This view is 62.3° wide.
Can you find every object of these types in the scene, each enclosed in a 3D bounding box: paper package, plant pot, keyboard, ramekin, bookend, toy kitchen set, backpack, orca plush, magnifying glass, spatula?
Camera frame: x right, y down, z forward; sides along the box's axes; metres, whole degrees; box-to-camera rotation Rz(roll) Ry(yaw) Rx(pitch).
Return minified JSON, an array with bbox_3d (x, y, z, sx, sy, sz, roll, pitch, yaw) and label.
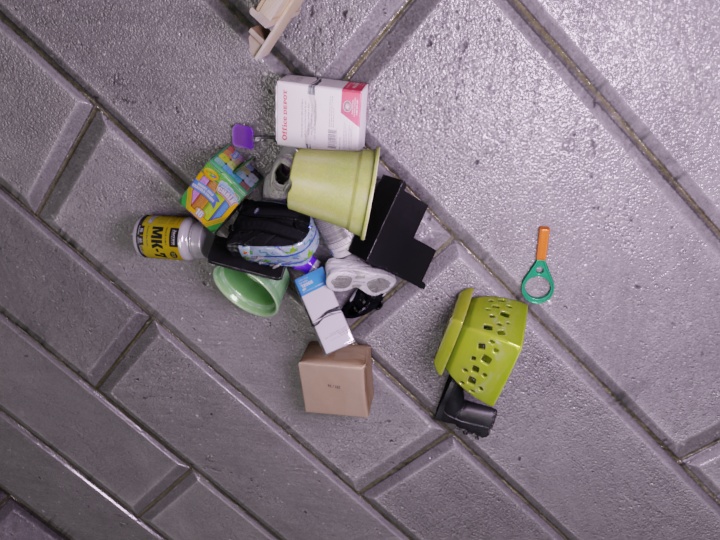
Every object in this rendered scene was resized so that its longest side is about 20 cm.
[{"bbox_3d":[-0.065,0.313,1.706,0.195,0.104,0.195,2,119,13],"label":"paper package"},{"bbox_3d":[0.294,0.175,1.482,0.178,0.200,0.203,23,123,9],"label":"plant pot"},{"bbox_3d":[-0.275,-0.050,1.487,0.195,0.130,0.021,15,152,1],"label":"keyboard"},{"bbox_3d":[-0.282,0.020,1.573,0.196,0.099,0.202,20,146,14],"label":"ramekin"},{"bbox_3d":[0.103,-0.090,1.427,0.196,0.092,0.204,23,93,-35],"label":"bookend"},{"bbox_3d":[-0.222,-0.562,1.211,0.179,0.201,0.163,39,120,-9],"label":"toy kitchen set"},{"bbox_3d":[-0.196,-0.087,1.429,0.195,0.166,0.155,-6,139,24],"label":"backpack"},{"bbox_3d":[-0.062,-0.184,1.299,0.179,0.202,0.204,11,121,-3],"label":"plant pot"},{"bbox_3d":[-0.009,0.087,1.585,0.196,0.071,0.107,-20,112,24],"label":"orca plush"},{"bbox_3d":[0.435,-0.010,1.441,0.077,0.023,0.204,5,121,13],"label":"magnifying glass"},{"bbox_3d":[-0.222,-0.318,1.448,0.195,0.021,0.058,7,120,6],"label":"spatula"}]

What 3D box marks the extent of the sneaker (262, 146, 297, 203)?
[{"bbox_3d":[-0.203,-0.213,1.452,0.073,0.101,0.202,23,130,-5],"label":"sneaker"}]

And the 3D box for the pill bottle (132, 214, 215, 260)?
[{"bbox_3d":[-0.498,-0.087,1.600,0.195,0.115,0.117,4,119,13],"label":"pill bottle"}]

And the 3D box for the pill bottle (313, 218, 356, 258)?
[{"bbox_3d":[-0.066,-0.144,1.449,0.112,0.114,0.203,-21,111,24],"label":"pill bottle"}]

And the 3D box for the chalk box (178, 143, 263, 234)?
[{"bbox_3d":[-0.334,-0.217,1.478,0.124,0.125,0.200,41,119,-10],"label":"chalk box"}]

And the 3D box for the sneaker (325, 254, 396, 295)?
[{"bbox_3d":[0.000,0.000,1.500,0.196,0.101,0.079,10,131,-27],"label":"sneaker"}]

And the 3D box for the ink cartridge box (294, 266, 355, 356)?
[{"bbox_3d":[-0.094,0.109,1.528,0.083,0.145,0.204,-24,83,-8],"label":"ink cartridge box"}]

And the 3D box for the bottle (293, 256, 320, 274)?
[{"bbox_3d":[-0.195,-0.062,1.558,0.198,0.066,0.084,36,122,-6],"label":"bottle"}]

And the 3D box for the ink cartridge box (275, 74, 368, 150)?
[{"bbox_3d":[-0.088,-0.355,1.356,0.195,0.085,0.148,10,120,9],"label":"ink cartridge box"}]

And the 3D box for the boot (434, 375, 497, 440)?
[{"bbox_3d":[0.302,0.378,1.659,0.159,0.074,0.202,18,128,8],"label":"boot"}]
